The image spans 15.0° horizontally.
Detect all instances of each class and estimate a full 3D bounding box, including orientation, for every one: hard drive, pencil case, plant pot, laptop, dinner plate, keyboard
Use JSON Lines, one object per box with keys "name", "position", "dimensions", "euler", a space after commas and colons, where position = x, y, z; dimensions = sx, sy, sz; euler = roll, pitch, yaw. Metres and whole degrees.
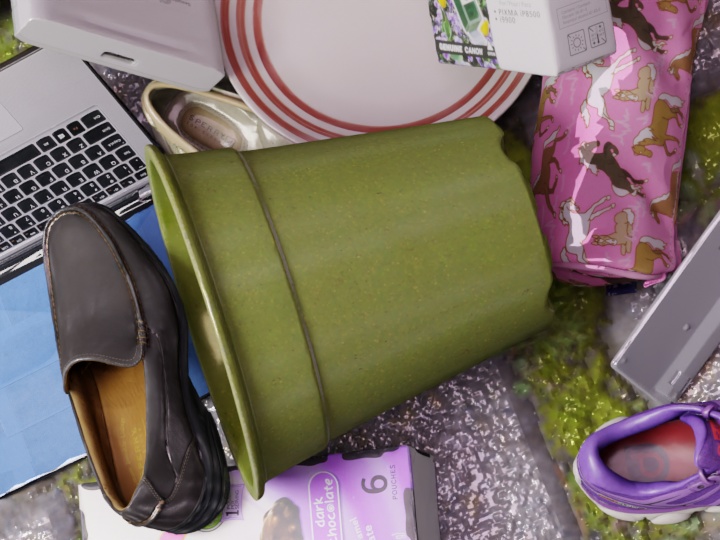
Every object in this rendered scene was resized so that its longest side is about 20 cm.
{"name": "hard drive", "position": [-0.149, -0.206, 1.586], "dimensions": [0.026, 0.131, 0.201], "euler": [-39, 49, 40]}
{"name": "pencil case", "position": [0.147, -0.089, 1.544], "dimensions": [0.083, 0.086, 0.202], "euler": [-3, 78, 50]}
{"name": "plant pot", "position": [0.000, 0.000, 1.488], "dimensions": [0.189, 0.200, 0.201], "euler": [-18, 77, -8]}
{"name": "laptop", "position": [-0.194, 0.001, 1.586], "dimensions": [0.186, 0.200, 0.116], "euler": [-27, 42, 14]}
{"name": "dinner plate", "position": [0.013, -0.152, 1.598], "dimensions": [0.198, 0.024, 0.202], "euler": [-2, 67, 4]}
{"name": "keyboard", "position": [0.214, -0.015, 1.532], "dimensions": [0.201, 0.056, 0.011], "euler": [-54, 34, 0]}

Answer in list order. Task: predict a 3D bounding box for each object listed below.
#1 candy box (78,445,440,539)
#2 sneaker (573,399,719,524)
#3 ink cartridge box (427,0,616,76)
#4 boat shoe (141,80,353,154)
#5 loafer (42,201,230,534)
{"name": "candy box", "position": [-0.053, 0.196, 1.549], "dimensions": [0.198, 0.072, 0.169], "euler": [-8, 79, 12]}
{"name": "sneaker", "position": [0.215, 0.101, 1.495], "dimensions": [0.198, 0.083, 0.081], "euler": [-12, 79, 10]}
{"name": "ink cartridge box", "position": [0.073, -0.211, 1.491], "dimensions": [0.109, 0.050, 0.201], "euler": [13, 120, 53]}
{"name": "boat shoe", "position": [-0.037, -0.057, 1.591], "dimensions": [0.200, 0.063, 0.074], "euler": [30, 89, 16]}
{"name": "loafer", "position": [-0.135, 0.050, 1.516], "dimensions": [0.073, 0.072, 0.201], "euler": [-33, 70, 24]}
